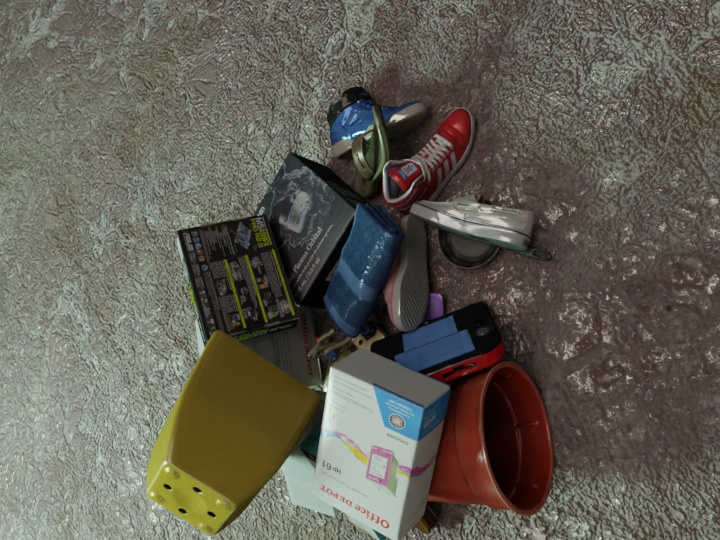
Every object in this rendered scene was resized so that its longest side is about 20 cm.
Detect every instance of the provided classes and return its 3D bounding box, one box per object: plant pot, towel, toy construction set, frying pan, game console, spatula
[{"bbox_3d":[0.147,0.251,0.961,0.193,0.199,0.205,-19,74,39],"label":"plant pot"},{"bbox_3d":[-0.204,0.256,0.969,0.192,0.201,0.196,33,131,-5],"label":"plant pot"},{"bbox_3d":[0.000,0.000,1.072,0.112,0.048,0.203,53,126,48],"label":"towel"},{"bbox_3d":[0.010,0.164,1.116,0.199,0.092,0.132,41,101,18],"label":"toy construction set"},{"bbox_3d":[0.209,-0.064,1.044,0.187,0.031,0.118,-5,81,30],"label":"frying pan"},{"bbox_3d":[0.107,0.115,0.985,0.197,0.177,0.031,-21,111,7],"label":"game console"},{"bbox_3d":[0.108,0.140,1.091,0.056,0.020,0.204,1,85,32],"label":"spatula"}]

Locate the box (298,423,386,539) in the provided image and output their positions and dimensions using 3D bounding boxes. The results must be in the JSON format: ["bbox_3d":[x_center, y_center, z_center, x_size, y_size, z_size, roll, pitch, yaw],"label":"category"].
[{"bbox_3d":[-0.016,0.337,1.047,0.049,0.202,0.082,-43,33,-26],"label":"box"}]

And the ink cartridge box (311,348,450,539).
[{"bbox_3d":[0.024,0.230,0.882,0.143,0.084,0.204,19,112,28],"label":"ink cartridge box"}]

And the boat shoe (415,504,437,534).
[{"bbox_3d":[0.053,0.331,1.069,0.200,0.070,0.071,43,152,11],"label":"boat shoe"}]

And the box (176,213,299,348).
[{"bbox_3d":[-0.206,0.015,1.104,0.203,0.158,0.044,69,156,18],"label":"box"}]

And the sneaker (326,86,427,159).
[{"bbox_3d":[0.021,-0.284,1.170,0.198,0.076,0.113,-20,82,37],"label":"sneaker"}]

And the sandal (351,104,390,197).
[{"bbox_3d":[0.010,-0.189,1.113,0.202,0.056,0.081,109,153,-56],"label":"sandal"}]

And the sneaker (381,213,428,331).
[{"bbox_3d":[0.054,0.011,1.100,0.103,0.075,0.204,-17,58,39],"label":"sneaker"}]

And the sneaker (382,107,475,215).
[{"bbox_3d":[0.108,-0.182,1.077,0.071,0.112,0.202,37,104,30],"label":"sneaker"}]

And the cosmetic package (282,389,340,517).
[{"bbox_3d":[-0.082,0.303,1.116,0.100,0.071,0.204,4,117,33],"label":"cosmetic package"}]

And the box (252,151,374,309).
[{"bbox_3d":[-0.086,-0.069,1.193,0.200,0.117,0.198,43,107,31],"label":"box"}]

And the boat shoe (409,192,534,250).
[{"bbox_3d":[0.170,-0.087,1.017,0.197,0.072,0.067,18,88,33],"label":"boat shoe"}]

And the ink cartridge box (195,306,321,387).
[{"bbox_3d":[-0.178,0.144,1.171,0.085,0.198,0.149,-24,70,44],"label":"ink cartridge box"}]

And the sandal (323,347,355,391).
[{"bbox_3d":[-0.056,0.239,1.160,0.076,0.069,0.216,7,88,34],"label":"sandal"}]
